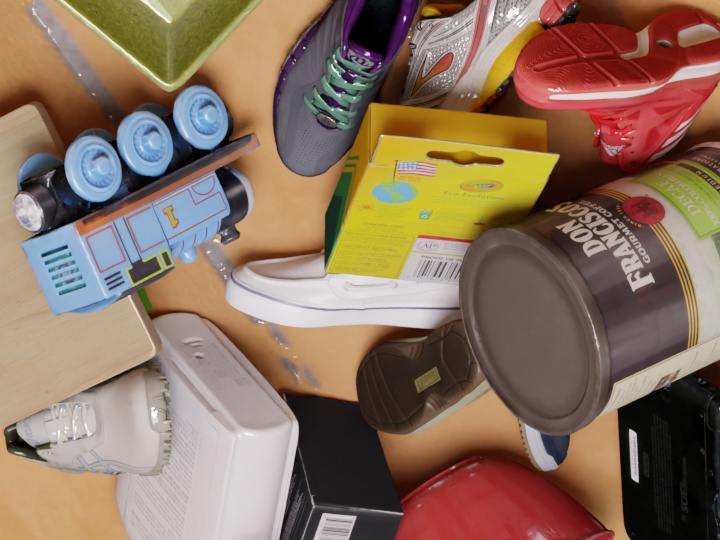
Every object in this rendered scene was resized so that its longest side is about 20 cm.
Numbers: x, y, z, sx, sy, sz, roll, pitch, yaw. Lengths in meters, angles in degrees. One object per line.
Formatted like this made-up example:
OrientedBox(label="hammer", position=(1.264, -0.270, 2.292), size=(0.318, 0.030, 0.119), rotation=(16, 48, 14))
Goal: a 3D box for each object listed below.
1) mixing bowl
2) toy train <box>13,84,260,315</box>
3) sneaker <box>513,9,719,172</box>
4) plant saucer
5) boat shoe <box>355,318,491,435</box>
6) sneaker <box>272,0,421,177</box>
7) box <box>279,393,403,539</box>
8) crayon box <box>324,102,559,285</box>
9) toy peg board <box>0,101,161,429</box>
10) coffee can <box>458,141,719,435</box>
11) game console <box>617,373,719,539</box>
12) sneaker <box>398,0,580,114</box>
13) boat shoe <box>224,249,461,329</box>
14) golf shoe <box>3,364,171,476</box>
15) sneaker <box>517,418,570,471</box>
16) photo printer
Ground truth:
OrientedBox(label="mixing bowl", position=(0.083, 0.213, 1.786), size=(0.200, 0.200, 0.109), rotation=(-40, 74, 20))
OrientedBox(label="toy train", position=(-0.152, -0.051, 1.624), size=(0.086, 0.200, 0.115), rotation=(-14, 102, 47))
OrientedBox(label="sneaker", position=(0.174, -0.108, 1.607), size=(0.199, 0.078, 0.116), rotation=(-10, 135, -36))
OrientedBox(label="plant saucer", position=(-0.138, -0.256, 1.584), size=(0.200, 0.048, 0.200), rotation=(39, 113, -20))
OrientedBox(label="boat shoe", position=(0.067, 0.077, 1.723), size=(0.076, 0.200, 0.072), rotation=(-12, 86, -29))
OrientedBox(label="sneaker", position=(-0.013, -0.143, 1.622), size=(0.074, 0.088, 0.201), rotation=(23, 117, -5))
OrientedBox(label="box", position=(-0.041, 0.219, 1.793), size=(0.078, 0.141, 0.201), rotation=(7, 121, -20))
OrientedBox(label="crayon box", position=(0.054, -0.057, 1.608), size=(0.126, 0.051, 0.200), rotation=(6, 154, -11))
OrientedBox(label="toy peg board", position=(-0.265, 0.002, 1.714), size=(0.199, 0.098, 0.200), rotation=(-25, 96, 13))
OrientedBox(label="coffee can", position=(0.188, 0.010, 1.602), size=(0.199, 0.146, 0.147), rotation=(-22, 125, -31))
OrientedBox(label="game console", position=(0.293, 0.145, 1.775), size=(0.116, 0.176, 0.201), rotation=(-27, 128, -27))
OrientedBox(label="sneaker", position=(0.065, -0.144, 1.642), size=(0.082, 0.078, 0.200), rotation=(47, 117, 6))
OrientedBox(label="boat shoe", position=(0.000, 0.000, 1.721), size=(0.199, 0.074, 0.066), rotation=(1, 116, -12))
OrientedBox(label="golf shoe", position=(-0.200, 0.119, 1.713), size=(0.097, 0.079, 0.200), rotation=(-2, 167, -26))
OrientedBox(label="sneaker", position=(0.165, 0.058, 1.746), size=(0.108, 0.070, 0.201), rotation=(-8, 116, 7))
OrientedBox(label="photo printer", position=(-0.120, 0.158, 1.755), size=(0.069, 0.166, 0.201), rotation=(-9, 124, -32))
